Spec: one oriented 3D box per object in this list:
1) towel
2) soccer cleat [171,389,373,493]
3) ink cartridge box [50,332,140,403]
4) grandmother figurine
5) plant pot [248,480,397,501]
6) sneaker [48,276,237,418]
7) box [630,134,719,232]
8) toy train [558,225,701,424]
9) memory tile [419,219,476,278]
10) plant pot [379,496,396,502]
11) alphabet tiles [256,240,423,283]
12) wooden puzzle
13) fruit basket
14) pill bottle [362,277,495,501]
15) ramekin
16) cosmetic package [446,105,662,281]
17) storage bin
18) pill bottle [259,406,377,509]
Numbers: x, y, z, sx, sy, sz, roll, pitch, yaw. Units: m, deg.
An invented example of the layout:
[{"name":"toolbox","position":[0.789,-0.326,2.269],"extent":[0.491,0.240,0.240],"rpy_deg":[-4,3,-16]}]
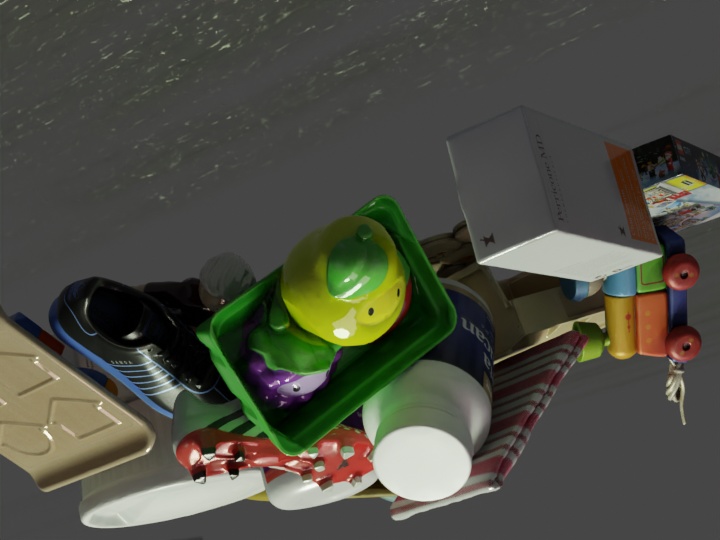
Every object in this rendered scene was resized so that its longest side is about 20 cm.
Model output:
[{"name":"towel","position":[0.119,0.142,1.248],"extent":[0.146,0.030,0.200],"rpy_deg":[-31,-163,51]},{"name":"soccer cleat","position":[-0.069,0.141,1.198],"extent":[0.199,0.085,0.069],"rpy_deg":[5,133,-26]},{"name":"ink cartridge box","position":[-0.241,0.112,1.412],"extent":[0.200,0.084,0.145],"rpy_deg":[3,159,-45]},{"name":"grandmother figurine","position":[-0.150,0.035,1.242],"extent":[0.121,0.061,0.200],"rpy_deg":[3,161,-32]},{"name":"plant pot","position":[-0.082,0.183,1.643],"extent":[0.199,0.195,0.195],"rpy_deg":[-12,168,23]},{"name":"sneaker","position":[-0.172,0.072,1.195],"extent":[0.200,0.070,0.078],"rpy_deg":[31,151,-20]},{"name":"box","position":[0.259,-0.067,1.253],"extent":[0.136,0.038,0.200],"rpy_deg":[-21,164,30]},{"name":"toy train","position":[0.249,0.065,1.293],"extent":[0.115,0.201,0.085],"rpy_deg":[-9,-160,-7]},{"name":"memory tile","position":[0.078,-0.008,1.336],"extent":[0.200,0.017,0.153],"rpy_deg":[-25,164,29]},{"name":"plant pot","position":[0.050,0.180,1.782],"extent":[0.200,0.201,0.134],"rpy_deg":[-18,141,20]},{"name":"alphabet tiles","position":[0.000,0.000,1.351],"extent":[0.200,0.006,0.166],"rpy_deg":[0,161,-42]},{"name":"wooden puzzle","position":[-0.303,0.109,1.254],"extent":[0.185,0.046,0.200],"rpy_deg":[-24,121,38]},{"name":"fruit basket","position":[-0.015,0.032,1.095],"extent":[0.215,0.156,0.216],"rpy_deg":[-27,-165,8]},{"name":"pill bottle","position":[0.060,0.103,1.207],"extent":[0.111,0.111,0.200],"rpy_deg":[-17,-151,18]},{"name":"ramekin","position":[-0.185,0.183,1.371],"extent":[0.202,0.095,0.202],"rpy_deg":[-14,164,-4]},{"name":"cosmetic package","position":[0.155,-0.055,1.077],"extent":[0.071,0.102,0.200],"rpy_deg":[-22,164,31]},{"name":"storage bin","position":[0.157,0.039,1.404],"extent":[0.200,0.094,0.198],"rpy_deg":[-13,169,-37]},{"name":"pill bottle","position":[-0.057,0.118,1.316],"extent":[0.112,0.201,0.112],"rpy_deg":[-15,161,-5]}]
